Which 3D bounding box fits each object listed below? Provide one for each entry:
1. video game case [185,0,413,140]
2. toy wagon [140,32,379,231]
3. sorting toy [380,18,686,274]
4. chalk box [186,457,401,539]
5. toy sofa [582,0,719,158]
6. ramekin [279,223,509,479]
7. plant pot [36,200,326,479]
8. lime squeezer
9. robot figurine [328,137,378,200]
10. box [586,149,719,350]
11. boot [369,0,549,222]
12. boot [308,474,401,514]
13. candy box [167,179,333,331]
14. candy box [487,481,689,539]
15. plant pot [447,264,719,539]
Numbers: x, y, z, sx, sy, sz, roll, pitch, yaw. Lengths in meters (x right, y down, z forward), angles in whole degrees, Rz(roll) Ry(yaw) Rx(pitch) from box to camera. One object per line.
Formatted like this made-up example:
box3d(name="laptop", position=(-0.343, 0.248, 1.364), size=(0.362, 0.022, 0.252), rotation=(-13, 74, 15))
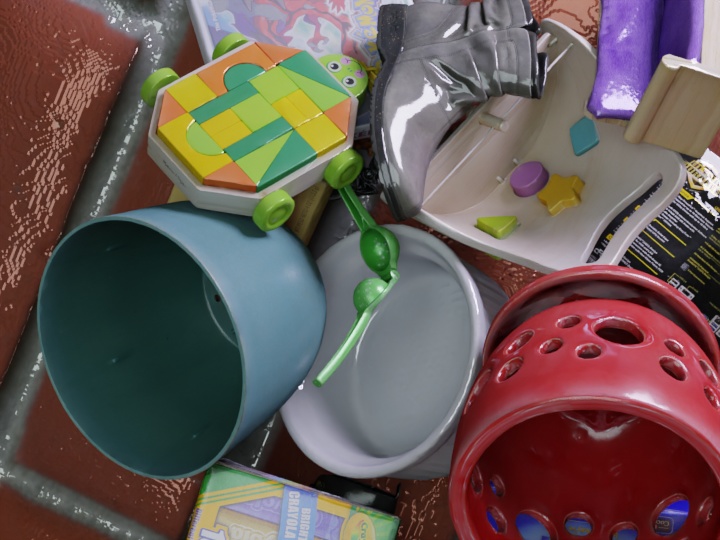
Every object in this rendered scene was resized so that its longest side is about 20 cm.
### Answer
box3d(name="video game case", position=(-0.040, -0.191, 1.438), size=(0.181, 0.023, 0.201), rotation=(-12, 65, -14))
box3d(name="toy wagon", position=(-0.065, -0.120, 1.352), size=(0.199, 0.040, 0.155), rotation=(-32, 65, -26))
box3d(name="sorting toy", position=(0.152, -0.067, 1.369), size=(0.200, 0.107, 0.180), rotation=(-47, 46, -10))
box3d(name="chalk box", position=(-0.039, 0.236, 1.396), size=(0.199, 0.124, 0.125), rotation=(18, 83, 2))
box3d(name="toy sofa", position=(0.233, -0.190, 1.352), size=(0.097, 0.083, 0.201), rotation=(17, 49, -6))
box3d(name="ramekin", position=(0.036, 0.072, 1.417), size=(0.199, 0.097, 0.202), rotation=(-12, 70, 35))
box3d(name="plant pot", position=(-0.119, 0.036, 1.358), size=(0.199, 0.161, 0.202), rotation=(13, 113, 32))
box3d(name="lime squeezer", position=(0.000, 0.000, 1.353), size=(0.038, 0.070, 0.201), rotation=(-20, 57, 39))
box3d(name="robot figurine", position=(-0.048, -0.121, 1.491), size=(0.199, 0.058, 0.146), rotation=(-16, 87, 13))
box3d(name="box", position=(0.277, 0.014, 1.381), size=(0.200, 0.049, 0.160), rotation=(42, 70, 16))
box3d(name="boot", position=(0.077, -0.134, 1.350), size=(0.130, 0.068, 0.201), rotation=(-4, 59, 13))
box3d(name="boot", position=(-0.069, 0.223, 1.492), size=(0.198, 0.077, 0.139), rotation=(14, 88, -1))
box3d(name="candy box", position=(-0.107, -0.024, 1.465), size=(0.116, 0.056, 0.201), rotation=(28, 116, 4))
box3d(name="candy box", position=(0.173, 0.253, 1.399), size=(0.168, 0.077, 0.202), rotation=(7, 111, 11))
box3d(name="plant pot", position=(0.168, 0.113, 1.257), size=(0.199, 0.183, 0.202), rotation=(5, 123, 7))
